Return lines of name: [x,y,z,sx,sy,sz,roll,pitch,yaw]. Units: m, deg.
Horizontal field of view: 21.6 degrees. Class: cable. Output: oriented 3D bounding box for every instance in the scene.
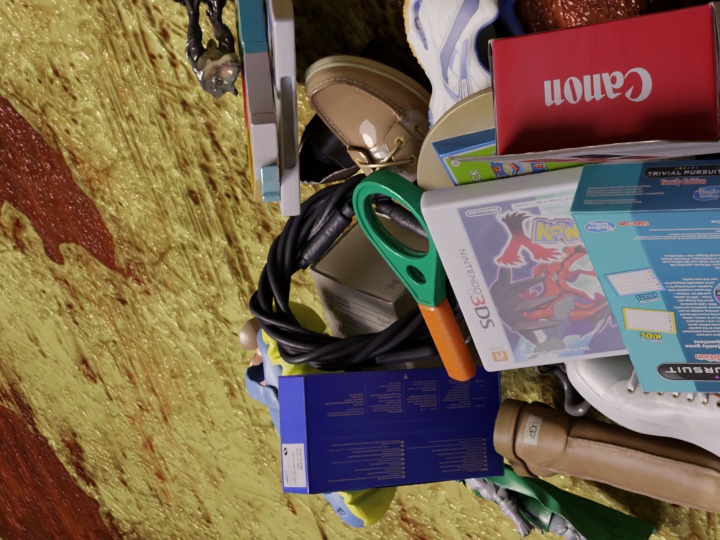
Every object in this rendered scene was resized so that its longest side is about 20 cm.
cable: [0.000,0.000,1.544,0.198,0.165,0.051,-8,168,15]

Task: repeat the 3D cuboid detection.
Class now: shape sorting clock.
shape sorting clock: [0.139,-0.063,1.366,0.198,0.039,0.201,4,136,4]

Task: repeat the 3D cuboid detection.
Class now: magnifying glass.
magnifying glass: [0.049,0.006,1.448,0.079,0.022,0.201,16,139,42]

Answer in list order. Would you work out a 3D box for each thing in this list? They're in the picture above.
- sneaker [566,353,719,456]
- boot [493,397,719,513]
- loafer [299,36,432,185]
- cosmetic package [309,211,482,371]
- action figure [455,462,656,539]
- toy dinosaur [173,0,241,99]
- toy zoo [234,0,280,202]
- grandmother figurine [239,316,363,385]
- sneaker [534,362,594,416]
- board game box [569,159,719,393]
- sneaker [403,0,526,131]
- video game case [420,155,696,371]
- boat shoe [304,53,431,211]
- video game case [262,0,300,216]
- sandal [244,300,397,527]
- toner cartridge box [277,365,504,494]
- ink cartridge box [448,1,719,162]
sneaker: [0.258,0.088,1.437,0.199,0.073,0.085,22,142,6]
boot: [0.224,0.161,1.576,0.198,0.067,0.175,12,178,21]
loafer: [-0.002,-0.115,1.514,0.073,0.071,0.200,43,152,3]
cosmetic package: [0.039,0.057,1.671,0.103,0.087,0.201,24,147,36]
action figure: [0.158,0.209,1.676,0.199,0.055,0.118,26,-174,18]
toy dinosaur: [-0.122,-0.184,1.548,0.200,0.047,0.089,-107,6,-85]
toy zoo: [-0.081,-0.144,1.474,0.131,0.020,0.202,96,168,-67]
grandmother figurine: [-0.017,0.109,1.664,0.199,0.061,0.122,27,157,36]
sneaker: [0.156,0.033,1.489,0.077,0.082,0.201,3,132,51]
board game box: [0.245,0.007,1.301,0.150,0.047,0.201,0,140,27]
sneaker: [0.096,-0.125,1.368,0.088,0.075,0.201,15,141,42]
video game case: [0.163,-0.002,1.380,0.198,0.023,0.183,-9,134,17]
boat shoe: [0.035,-0.090,1.437,0.199,0.067,0.074,34,137,-31]
video game case: [-0.063,-0.163,1.474,0.018,0.144,0.201,-5,137,-5]
sandal: [-0.037,0.128,1.606,0.087,0.079,0.201,-42,69,45]
toner cartridge box: [0.027,0.129,1.550,0.043,0.199,0.096,-4,87,55]
ink cartridge box: [0.176,-0.113,1.160,0.199,0.174,0.085,-2,92,53]
